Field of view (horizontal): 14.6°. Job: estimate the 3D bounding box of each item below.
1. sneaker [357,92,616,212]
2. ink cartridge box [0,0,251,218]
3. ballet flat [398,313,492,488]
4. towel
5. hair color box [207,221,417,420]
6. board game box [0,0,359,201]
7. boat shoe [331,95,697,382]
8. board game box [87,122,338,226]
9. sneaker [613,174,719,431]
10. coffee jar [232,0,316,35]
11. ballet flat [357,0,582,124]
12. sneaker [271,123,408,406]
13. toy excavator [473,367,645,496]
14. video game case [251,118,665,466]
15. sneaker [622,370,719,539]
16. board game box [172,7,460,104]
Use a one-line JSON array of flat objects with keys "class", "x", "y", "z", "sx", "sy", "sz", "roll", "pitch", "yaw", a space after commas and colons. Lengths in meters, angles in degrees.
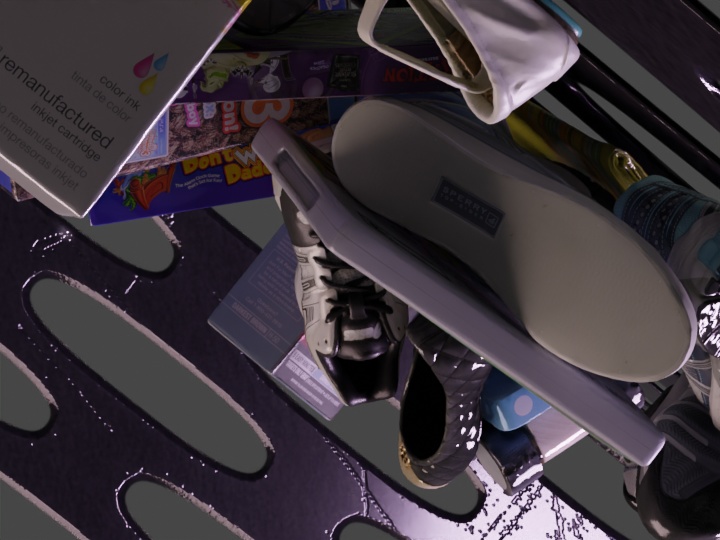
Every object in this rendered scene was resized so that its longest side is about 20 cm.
[{"class": "sneaker", "x": 0.071, "y": -0.027, "z": 1.435, "sx": 0.200, "sy": 0.076, "sz": 0.077, "roll": 39, "pitch": -150, "yaw": 2}, {"class": "ink cartridge box", "x": -0.116, "y": -0.144, "z": 1.190, "sx": 0.145, "sy": 0.200, "sz": 0.087, "roll": 39, "pitch": 174, "yaw": -10}, {"class": "ballet flat", "x": 0.038, "y": 0.065, "z": 1.568, "sx": 0.200, "sy": 0.056, "sz": 0.067, "roll": 101, "pitch": 146, "yaw": -58}, {"class": "towel", "x": 0.091, "y": -0.080, "z": 1.493, "sx": 0.200, "sy": 0.018, "sz": 0.086, "roll": 37, "pitch": 173, "yaw": 44}, {"class": "hair color box", "x": 0.007, "y": -0.017, "z": 1.688, "sx": 0.061, "sy": 0.200, "sz": 0.099, "roll": 37, "pitch": 177, "yaw": 29}, {"class": "board game box", "x": -0.125, "y": -0.126, "z": 1.501, "sx": 0.159, "sy": 0.199, "sz": 0.098, "roll": 35, "pitch": 135, "yaw": 58}, {"class": "boat shoe", "x": 0.080, "y": -0.022, "z": 1.324, "sx": 0.200, "sy": 0.070, "sz": 0.071, "roll": 35, "pitch": -158, "yaw": 15}, {"class": "board game box", "x": -0.065, "y": -0.083, "z": 1.572, "sx": 0.135, "sy": 0.198, "sz": 0.045, "roll": -124, "pitch": 26, "yaw": -65}, {"class": "sneaker", "x": 0.175, "y": 0.011, "z": 1.392, "sx": 0.086, "sy": 0.078, "sz": 0.200, "roll": 43, "pitch": 171, "yaw": 29}, {"class": "coffee jar", "x": -0.093, "y": -0.187, "z": 1.373, "sx": 0.104, "sy": 0.086, "sz": 0.200, "roll": 40, "pitch": 176, "yaw": -34}, {"class": "ballet flat", "x": 0.012, "y": -0.129, "z": 1.147, "sx": 0.200, "sy": 0.070, "sz": 0.069, "roll": 40, "pitch": 177, "yaw": -31}, {"class": "sneaker", "x": 0.000, "y": 0.000, "z": 1.520, "sx": 0.200, "sy": 0.075, "sz": 0.088, "roll": 79, "pitch": 178, "yaw": -57}, {"class": "toy excavator", "x": 0.082, "y": 0.024, "z": 1.606, "sx": 0.201, "sy": 0.100, "sz": 0.194, "roll": 62, "pitch": 168, "yaw": -22}, {"class": "video game case", "x": 0.045, "y": 0.008, "z": 1.378, "sx": 0.199, "sy": 0.022, "sz": 0.182, "roll": 34, "pitch": -173, "yaw": -21}, {"class": "sneaker", "x": 0.175, "y": 0.110, "z": 1.509, "sx": 0.075, "sy": 0.116, "sz": 0.200, "roll": 38, "pitch": -142, "yaw": 1}, {"class": "board game box", "x": -0.037, "y": -0.105, "z": 1.352, "sx": 0.199, "sy": 0.033, "sz": 0.120, "roll": -4, "pitch": -161, "yaw": -20}]
